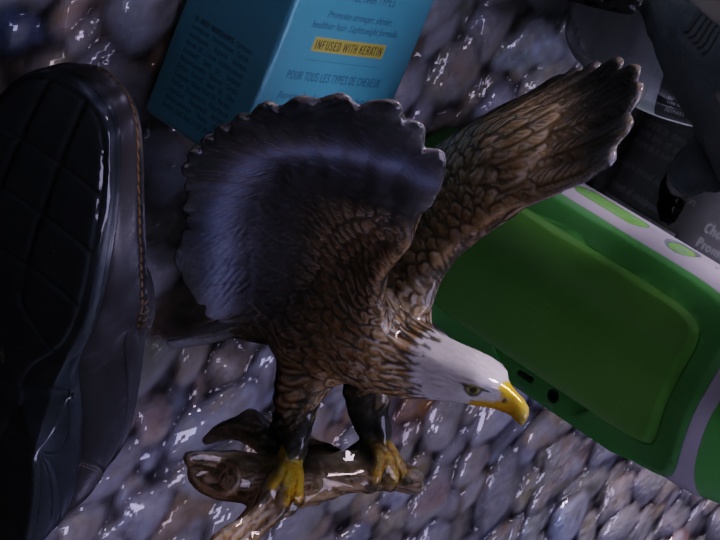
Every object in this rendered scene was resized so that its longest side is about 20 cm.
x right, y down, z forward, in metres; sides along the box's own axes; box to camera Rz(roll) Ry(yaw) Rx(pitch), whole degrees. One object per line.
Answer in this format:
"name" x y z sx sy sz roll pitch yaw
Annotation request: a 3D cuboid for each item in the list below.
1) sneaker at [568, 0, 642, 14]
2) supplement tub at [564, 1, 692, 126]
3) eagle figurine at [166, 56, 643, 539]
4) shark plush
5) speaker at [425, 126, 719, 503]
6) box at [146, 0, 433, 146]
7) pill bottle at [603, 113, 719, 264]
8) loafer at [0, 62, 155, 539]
"sneaker" 0.083 -0.145 0.822 0.200 0.075 0.088 -119 -136 -83
"supplement tub" 0.164 -0.169 0.927 0.122 0.122 0.201 -19 133 -44
"eagle figurine" 0.007 0.002 0.815 0.152 0.150 0.201 -78 -179 -63
"shark plush" 0.151 -0.038 0.859 0.091 0.083 0.201 -14 95 -59
"speaker" 0.099 0.017 0.930 0.088 0.200 0.089 -33 142 -32
"box" -0.001 -0.135 0.804 0.082 0.049 0.201 -2 120 -53
"pill bottle" 0.195 -0.062 1.072 0.114 0.114 0.201 16 104 -57
"loafer" -0.105 0.007 0.782 0.072 0.073 0.201 -34 152 -45
